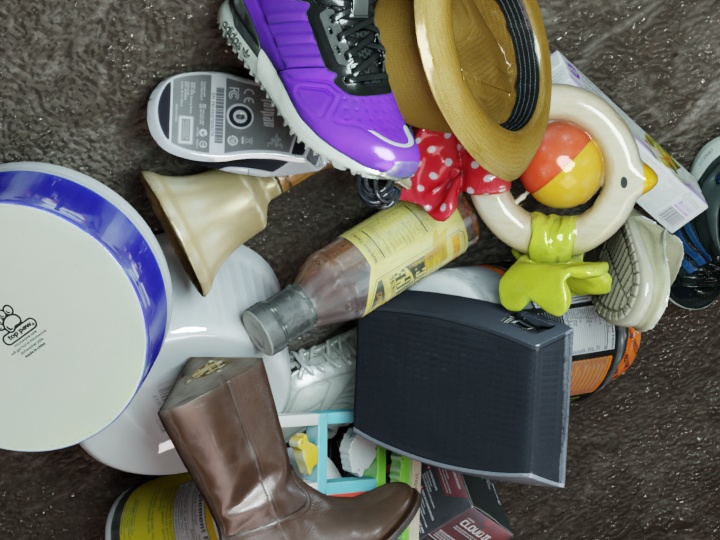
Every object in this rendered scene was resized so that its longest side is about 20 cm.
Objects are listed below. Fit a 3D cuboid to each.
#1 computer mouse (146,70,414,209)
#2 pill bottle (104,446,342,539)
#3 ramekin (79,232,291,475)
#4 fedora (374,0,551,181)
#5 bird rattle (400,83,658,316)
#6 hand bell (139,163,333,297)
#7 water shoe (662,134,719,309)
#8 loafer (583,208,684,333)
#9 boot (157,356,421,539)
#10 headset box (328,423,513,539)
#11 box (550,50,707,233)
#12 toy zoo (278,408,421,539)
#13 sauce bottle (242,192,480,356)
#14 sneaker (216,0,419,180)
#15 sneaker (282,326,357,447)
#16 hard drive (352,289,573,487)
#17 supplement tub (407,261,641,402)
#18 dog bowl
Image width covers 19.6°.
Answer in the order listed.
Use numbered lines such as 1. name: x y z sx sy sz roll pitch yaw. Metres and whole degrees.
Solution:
1. computer mouse: -0.057 -0.103 1.518 0.199 0.110 0.044 6 161 -10
2. pill bottle: -0.112 0.216 1.770 0.199 0.115 0.114 -20 146 38
3. ramekin: -0.149 0.073 1.657 0.200 0.098 0.201 -11 139 -10
4. fedora: 0.063 -0.152 1.455 0.082 0.201 0.201 -7 147 29
5. bird rattle: 0.128 -0.068 1.561 0.163 0.200 0.113 -41 172 14
6. hand bell: -0.054 -0.072 1.562 0.199 0.104 0.104 -28 140 -9
7. water shoe: 0.295 -0.023 1.735 0.071 0.079 0.200 -8 138 -12
8. loafer: 0.220 -0.007 1.638 0.068 0.200 0.076 18 111 -9
9. boot: -0.053 0.138 1.612 0.186 0.064 0.201 -31 106 -34
10. headset box: 0.033 0.199 1.827 0.200 0.149 0.075 -34 139 16
11. box: 0.201 -0.098 1.634 0.041 0.039 0.200 -38 131 20
12. toy zoo: -0.034 0.178 1.675 0.199 0.020 0.132 -1 94 -37
13. sauce bottle: 0.000 0.000 1.608 0.200 0.066 0.066 -32 144 -20
14. sneaker: -0.018 -0.150 1.392 0.069 0.200 0.100 -5 137 -49
15. sneaker: -0.022 0.088 1.749 0.200 0.075 0.081 -37 127 20
16. hard drive: 0.072 0.089 1.589 0.042 0.199 0.136 -6 102 -45
17. supplement tub: 0.131 0.053 1.699 0.199 0.123 0.123 -5 141 -45
18. dog bowl: -0.241 0.027 1.515 0.199 0.079 0.201 3 113 6
